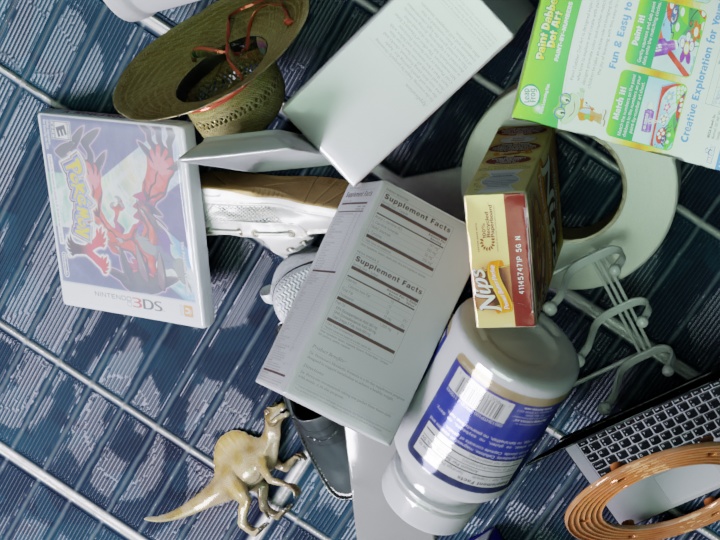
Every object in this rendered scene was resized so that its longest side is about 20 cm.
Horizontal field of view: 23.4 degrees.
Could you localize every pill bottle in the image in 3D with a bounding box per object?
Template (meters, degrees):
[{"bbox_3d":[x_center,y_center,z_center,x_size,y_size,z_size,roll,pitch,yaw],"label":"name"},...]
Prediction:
[{"bbox_3d":[0.097,0.132,1.527,0.119,0.120,0.201,30,123,3],"label":"pill bottle"}]

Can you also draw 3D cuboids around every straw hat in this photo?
[{"bbox_3d":[-0.115,-0.164,1.562,0.199,0.202,0.085,-15,126,20],"label":"straw hat"}]

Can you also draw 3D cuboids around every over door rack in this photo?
[{"bbox_3d":[0.173,0.072,1.594,0.198,0.067,0.148,-19,127,19],"label":"over door rack"}]

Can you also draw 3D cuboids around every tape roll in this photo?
[{"bbox_3d":[0.191,-0.082,1.576,0.201,0.037,0.205,5,111,14],"label":"tape roll"}]

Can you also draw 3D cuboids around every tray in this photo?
[{"bbox_3d":[-0.079,-0.107,1.559,0.106,0.200,0.022,-6,89,16],"label":"tray"}]

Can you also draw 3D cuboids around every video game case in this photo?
[{"bbox_3d":[-0.227,-0.051,1.680,0.181,0.023,0.202,8,112,31],"label":"video game case"}]

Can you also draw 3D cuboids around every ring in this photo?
[{"bbox_3d":[0.283,0.202,1.601,0.199,0.200,0.019,-28,57,22],"label":"ring"}]

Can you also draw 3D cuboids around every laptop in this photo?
[{"bbox_3d":[0.276,0.169,1.573,0.186,0.116,0.200,-26,118,21],"label":"laptop"}]

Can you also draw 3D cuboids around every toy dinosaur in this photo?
[{"bbox_3d":[-0.119,0.216,1.771,0.200,0.058,0.101,-44,79,17],"label":"toy dinosaur"}]

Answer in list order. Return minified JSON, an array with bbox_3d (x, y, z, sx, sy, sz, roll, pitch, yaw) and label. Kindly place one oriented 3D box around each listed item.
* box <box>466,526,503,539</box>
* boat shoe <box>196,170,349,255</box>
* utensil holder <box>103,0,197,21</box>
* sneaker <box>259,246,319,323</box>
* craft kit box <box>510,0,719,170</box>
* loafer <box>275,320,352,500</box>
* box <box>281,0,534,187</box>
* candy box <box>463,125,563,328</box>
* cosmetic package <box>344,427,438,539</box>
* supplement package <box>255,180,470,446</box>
[{"bbox_3d":[0.105,0.393,1.738,0.183,0.105,0.201,-31,99,22],"label":"box"},{"bbox_3d":[-0.068,-0.049,1.644,0.198,0.071,0.070,8,112,22],"label":"boat shoe"},{"bbox_3d":[-0.129,-0.320,1.505,0.198,0.170,0.171,-11,107,16],"label":"utensil holder"},{"bbox_3d":[0.000,0.000,1.639,0.198,0.115,0.076,-18,100,-16],"label":"sneaker"},{"bbox_3d":[0.246,-0.203,1.489,0.196,0.049,0.202,15,99,6],"label":"craft kit box"},{"bbox_3d":[-0.041,0.139,1.702,0.068,0.070,0.202,-12,106,19],"label":"loafer"},{"bbox_3d":[0.043,-0.187,1.529,0.098,0.124,0.200,46,114,-5],"label":"box"},{"bbox_3d":[0.132,-0.041,1.476,0.055,0.200,0.117,-1,110,14],"label":"candy box"},{"bbox_3d":[0.036,0.151,1.667,0.089,0.107,0.202,-3,111,16],"label":"cosmetic package"},{"bbox_3d":[0.008,0.034,1.522,0.109,0.114,0.201,27,85,-15],"label":"supplement package"}]
